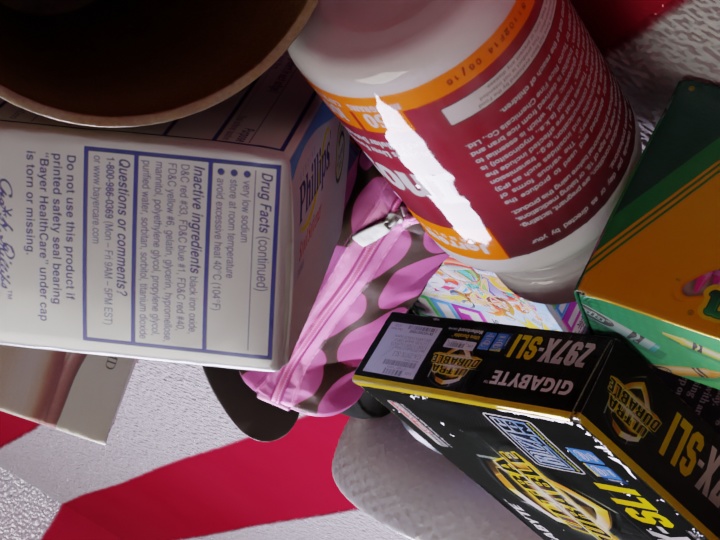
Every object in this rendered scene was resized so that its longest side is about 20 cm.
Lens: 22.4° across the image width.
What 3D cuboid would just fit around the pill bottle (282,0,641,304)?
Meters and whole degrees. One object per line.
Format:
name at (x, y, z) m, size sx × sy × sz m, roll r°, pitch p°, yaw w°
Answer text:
pill bottle at (0.058, -0.071, 0.816) m, size 0.113 × 0.113 × 0.200 m, roll 13°, pitch 155°, yaw 39°

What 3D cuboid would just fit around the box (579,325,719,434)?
box at (0.227, 0.090, 0.980) m, size 0.200 × 0.117 × 0.197 m, roll 22°, pitch 160°, yaw 22°

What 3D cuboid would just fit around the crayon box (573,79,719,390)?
crayon box at (0.208, 0.003, 0.780) m, size 0.200 × 0.119 × 0.058 m, roll 19°, pitch 159°, yaw 27°

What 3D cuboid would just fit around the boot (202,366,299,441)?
boot at (-0.101, 0.034, 1.265) m, size 0.200 × 0.064 × 0.186 m, roll 145°, pitch 106°, yaw -76°

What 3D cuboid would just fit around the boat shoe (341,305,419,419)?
boat shoe at (0.004, 0.049, 1.157) m, size 0.063 × 0.074 × 0.201 m, roll 31°, pitch 159°, yaw 22°

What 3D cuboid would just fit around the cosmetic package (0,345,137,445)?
cosmetic package at (-0.224, 0.019, 1.062) m, size 0.200 × 0.103 × 0.087 m, roll 18°, pitch -176°, yaw -6°

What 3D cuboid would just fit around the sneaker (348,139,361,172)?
sneaker at (-0.090, -0.068, 1.048) m, size 0.200 × 0.075 × 0.088 m, roll 24°, pitch -158°, yaw 12°

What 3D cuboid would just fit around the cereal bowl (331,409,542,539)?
cereal bowl at (0.083, 0.128, 1.274) m, size 0.200 × 0.083 × 0.200 m, roll 14°, pitch -166°, yaw -4°

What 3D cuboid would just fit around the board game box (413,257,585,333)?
board game box at (0.040, -0.011, 1.120) m, size 0.200 × 0.034 × 0.134 m, roll 15°, pitch 157°, yaw 35°

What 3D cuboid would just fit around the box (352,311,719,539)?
box at (0.116, 0.097, 0.903) m, size 0.160 × 0.049 × 0.200 m, roll 3°, pitch 148°, yaw 50°

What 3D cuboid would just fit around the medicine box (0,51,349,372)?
medicine box at (-0.115, -0.042, 0.844) m, size 0.200 × 0.103 × 0.182 m, roll 6°, pitch -158°, yaw 5°

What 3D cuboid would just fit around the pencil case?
pencil case at (0.000, 0.000, 0.989) m, size 0.091 × 0.094 × 0.200 m, roll 26°, pitch 130°, yaw -6°

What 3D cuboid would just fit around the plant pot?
plant pot at (-0.125, -0.161, 0.797) m, size 0.186 × 0.186 × 0.200 m, roll 36°, pitch 176°, yaw -19°

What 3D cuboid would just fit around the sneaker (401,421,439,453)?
sneaker at (0.123, 0.093, 1.181) m, size 0.200 × 0.066 × 0.078 m, roll 16°, pitch 147°, yaw -21°
